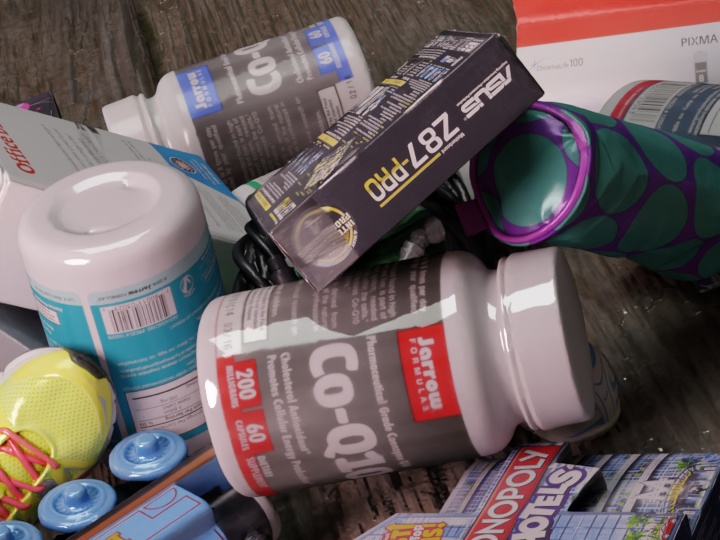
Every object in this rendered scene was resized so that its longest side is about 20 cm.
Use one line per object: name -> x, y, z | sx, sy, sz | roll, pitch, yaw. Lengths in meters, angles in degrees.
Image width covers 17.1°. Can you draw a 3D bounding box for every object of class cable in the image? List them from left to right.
cable -> 0.000, 0.000, 1.433 | 0.162, 0.051, 0.201 | 4, 53, 9

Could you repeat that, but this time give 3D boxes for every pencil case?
pencil case -> 0.146, -0.042, 1.377 | 0.092, 0.085, 0.200 | -34, -26, 30

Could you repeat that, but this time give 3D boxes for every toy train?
toy train -> -0.132, 0.166, 1.337 | 0.200, 0.087, 0.114 | -31, 38, -33

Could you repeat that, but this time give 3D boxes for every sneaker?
sneaker -> -0.210, 0.130, 1.380 | 0.200, 0.078, 0.090 | -52, 7, 23
sneaker -> 0.075, 0.052, 1.448 | 0.199, 0.073, 0.072 | 11, 38, 47

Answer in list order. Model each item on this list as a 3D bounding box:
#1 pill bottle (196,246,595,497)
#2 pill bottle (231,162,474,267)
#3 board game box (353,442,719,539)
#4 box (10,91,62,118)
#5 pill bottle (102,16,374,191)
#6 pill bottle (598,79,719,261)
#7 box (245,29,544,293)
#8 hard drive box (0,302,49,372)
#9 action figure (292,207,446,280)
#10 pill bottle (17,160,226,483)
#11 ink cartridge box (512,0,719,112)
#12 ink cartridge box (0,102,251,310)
pill bottle -> 0.021, 0.052, 1.307 | 0.199, 0.114, 0.114 | -11, 26, 12
pill bottle -> 0.020, -0.041, 1.619 | 0.199, 0.114, 0.113 | -24, 26, -16
board game box -> 0.081, 0.152, 1.253 | 0.199, 0.062, 0.200 | -3, 29, 26
box -> -0.303, -0.038, 1.810 | 0.199, 0.115, 0.132 | -19, 26, -5
pill bottle -> -0.089, -0.111, 1.829 | 0.199, 0.114, 0.114 | -19, 25, -4
pill bottle -> 0.250, -0.055, 1.500 | 0.199, 0.120, 0.119 | 9, 35, 42
box -> 0.014, -0.067, 1.330 | 0.161, 0.049, 0.200 | -39, 9, -1
hard drive box -> -0.267, 0.063, 1.549 | 0.156, 0.077, 0.200 | -49, 22, 11
action figure -> 0.013, 0.005, 1.522 | 0.199, 0.118, 0.055 | -30, 67, -11
pill bottle -> -0.129, 0.043, 1.430 | 0.110, 0.201, 0.111 | -8, 33, 5
ink cartridge box -> 0.180, -0.138, 1.616 | 0.159, 0.201, 0.047 | -5, 24, 23
ink cartridge box -> -0.174, -0.032, 1.527 | 0.199, 0.086, 0.146 | 13, 21, -33
